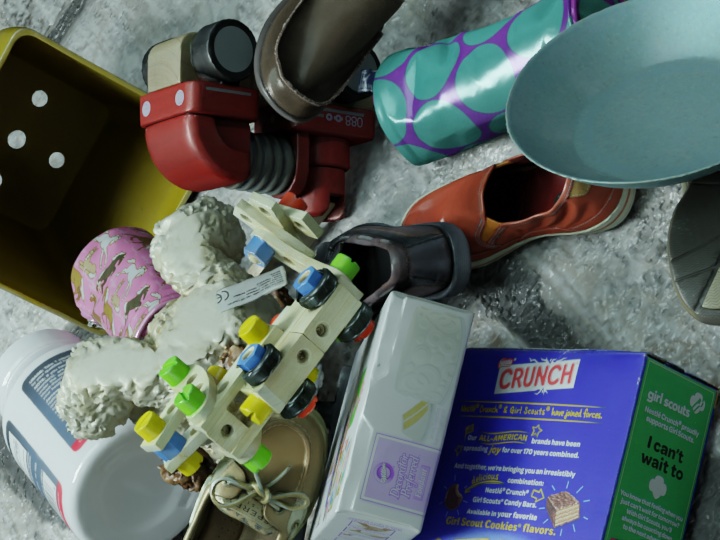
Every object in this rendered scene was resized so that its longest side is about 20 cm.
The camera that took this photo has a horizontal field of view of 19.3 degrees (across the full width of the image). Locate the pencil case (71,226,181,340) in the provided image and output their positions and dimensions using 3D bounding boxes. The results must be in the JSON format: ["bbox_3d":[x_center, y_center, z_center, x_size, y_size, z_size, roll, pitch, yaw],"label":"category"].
[{"bbox_3d":[-0.165,0.029,1.667,0.200,0.083,0.087,-145,50,-62],"label":"pencil case"}]

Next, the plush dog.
[{"bbox_3d":[-0.095,0.072,1.529,0.160,0.172,0.200,26,78,27],"label":"plush dog"}]

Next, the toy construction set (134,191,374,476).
[{"bbox_3d":[-0.064,0.045,1.377,0.131,0.092,0.200,1,66,65],"label":"toy construction set"}]

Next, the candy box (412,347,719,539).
[{"bbox_3d":[0.117,0.152,1.317,0.169,0.077,0.200,-1,70,49],"label":"candy box"}]

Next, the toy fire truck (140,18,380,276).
[{"bbox_3d":[-0.084,-0.073,1.604,0.129,0.176,0.200,-10,77,52],"label":"toy fire truck"}]

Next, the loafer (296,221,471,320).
[{"bbox_3d":[0.000,0.000,1.509,0.200,0.063,0.072,-14,82,57],"label":"loafer"}]

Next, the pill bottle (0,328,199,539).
[{"bbox_3d":[-0.212,0.126,1.662,0.120,0.120,0.200,-58,39,6],"label":"pill bottle"}]

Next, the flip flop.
[{"bbox_3d":[0.228,-0.038,1.315,0.081,0.058,0.200,-9,41,10],"label":"flip flop"}]

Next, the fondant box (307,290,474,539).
[{"bbox_3d":[0.017,0.108,1.384,0.200,0.058,0.144,112,173,-76],"label":"fondant box"}]

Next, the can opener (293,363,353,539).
[{"bbox_3d":[-0.035,0.164,1.495,0.053,0.067,0.200,67,-147,-84],"label":"can opener"}]

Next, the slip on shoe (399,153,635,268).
[{"bbox_3d":[0.097,-0.048,1.463,0.200,0.061,0.074,-12,63,46],"label":"slip on shoe"}]

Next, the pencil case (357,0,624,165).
[{"bbox_3d":[0.099,-0.143,1.495,0.200,0.085,0.093,-18,65,41],"label":"pencil case"}]

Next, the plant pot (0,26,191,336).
[{"bbox_3d":[-0.274,-0.092,1.808,0.200,0.200,0.176,-61,28,3],"label":"plant pot"}]

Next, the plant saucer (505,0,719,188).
[{"bbox_3d":[0.193,-0.106,1.334,0.201,0.039,0.201,-13,39,11],"label":"plant saucer"}]

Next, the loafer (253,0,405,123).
[{"bbox_3d":[-0.011,-0.196,1.544,0.071,0.073,0.200,-23,35,58],"label":"loafer"}]

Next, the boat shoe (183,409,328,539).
[{"bbox_3d":[-0.081,0.179,1.428,0.063,0.073,0.200,-57,-8,-75],"label":"boat shoe"}]
